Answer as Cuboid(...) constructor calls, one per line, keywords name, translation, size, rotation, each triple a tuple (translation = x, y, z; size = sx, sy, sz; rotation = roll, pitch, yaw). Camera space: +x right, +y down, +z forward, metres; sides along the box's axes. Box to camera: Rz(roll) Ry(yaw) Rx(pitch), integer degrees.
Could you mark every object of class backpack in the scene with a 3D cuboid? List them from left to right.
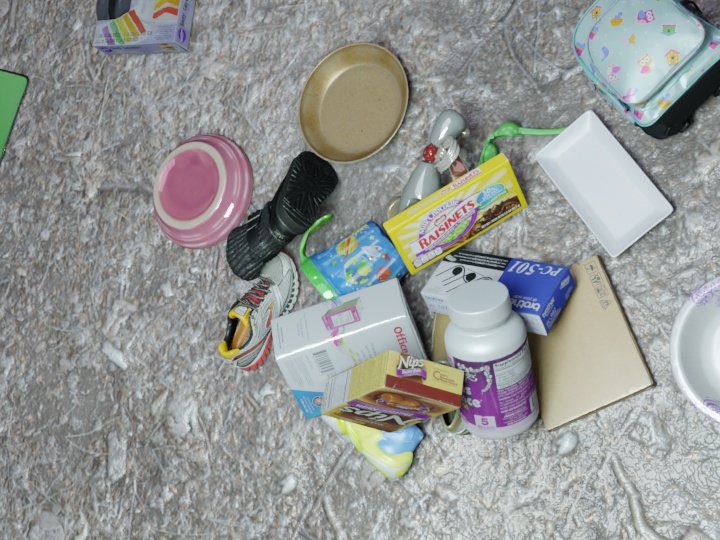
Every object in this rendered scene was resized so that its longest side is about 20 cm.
Cuboid(name="backpack", translation=(0.390, -0.304, 1.557), size=(0.176, 0.153, 0.200), rotation=(-47, 55, 17))

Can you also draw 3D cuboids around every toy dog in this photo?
Cuboid(name="toy dog", translation=(0.120, -0.127, 1.687), size=(0.200, 0.096, 0.132), rotation=(-56, 25, 29))

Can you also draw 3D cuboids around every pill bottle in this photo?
Cuboid(name="pill bottle", translation=(0.173, 0.118, 1.528), size=(0.112, 0.112, 0.201), rotation=(2, 122, 28))

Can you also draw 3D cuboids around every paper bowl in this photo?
Cuboid(name="paper bowl", translation=(0.498, 0.105, 1.431), size=(0.200, 0.104, 0.202), rotation=(-6, 75, 26))

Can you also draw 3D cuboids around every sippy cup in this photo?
Cuboid(name="sippy cup", translation=(0.000, 0.000, 1.711), size=(0.130, 0.178, 0.140), rotation=(-41, 27, 2))

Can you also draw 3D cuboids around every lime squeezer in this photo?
Cuboid(name="lime squeezer", translation=(0.212, -0.175, 1.692), size=(0.200, 0.038, 0.071), rotation=(-36, 96, 15))

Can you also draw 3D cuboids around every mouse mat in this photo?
Cuboid(name="mouse mat", translation=(-0.734, -0.301, 2.231), size=(0.160, 0.008, 0.201), rotation=(17, 86, 30))

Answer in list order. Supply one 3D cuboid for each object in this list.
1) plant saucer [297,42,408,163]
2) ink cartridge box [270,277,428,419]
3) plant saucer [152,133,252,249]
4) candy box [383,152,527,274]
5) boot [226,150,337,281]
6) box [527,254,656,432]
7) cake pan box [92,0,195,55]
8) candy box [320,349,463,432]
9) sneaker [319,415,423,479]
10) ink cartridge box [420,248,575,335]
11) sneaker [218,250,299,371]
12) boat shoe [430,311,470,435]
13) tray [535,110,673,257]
Cuboid(name="plant saucer", translation=(-0.006, -0.264, 1.820), size=(0.199, 0.035, 0.202), rotation=(-6, 76, 27))
Cuboid(name="ink cartridge box", translation=(-0.011, 0.114, 1.640), size=(0.199, 0.145, 0.085), rotation=(-18, 42, 6))
Cuboid(name="plant saucer", translation=(-0.278, -0.139, 1.928), size=(0.199, 0.051, 0.202), rotation=(-7, 76, 27))
Cuboid(name="candy box", translation=(0.138, -0.080, 1.637), size=(0.199, 0.102, 0.026), rotation=(-31, 41, 2))
Cuboid(name="boot", translation=(-0.128, -0.089, 1.790), size=(0.079, 0.211, 0.158), rotation=(41, 126, -11))
Cuboid(name="box", translation=(0.297, 0.101, 1.585), size=(0.163, 0.021, 0.201), rotation=(-28, 68, 20))
Cuboid(name="cake pan box", translation=(-0.389, -0.488, 2.066), size=(0.199, 0.052, 0.185), rotation=(5, 79, 29))
Cuboid(name="candy box", translation=(0.040, 0.167, 1.539), size=(0.200, 0.116, 0.057), rotation=(-32, 45, 60))
Cuboid(name="sneaker", translation=(0.015, 0.217, 1.692), size=(0.200, 0.076, 0.105), rotation=(39, 81, 27))
Cuboid(name="ink cartridge box", translation=(0.193, 0.027, 1.606), size=(0.199, 0.044, 0.094), rotation=(11, 53, 38))
Cuboid(name="sneaker", translation=(-0.161, 0.061, 1.803), size=(0.078, 0.082, 0.201), rotation=(19, 87, 31))
Cuboid(name="boat shoe", translation=(0.132, 0.133, 1.634), size=(0.071, 0.076, 0.201), rotation=(-16, 71, 26))
Cuboid(name="tray", translation=(0.344, -0.123, 1.611), size=(0.107, 0.022, 0.200), rotation=(-40, 64, 15))
